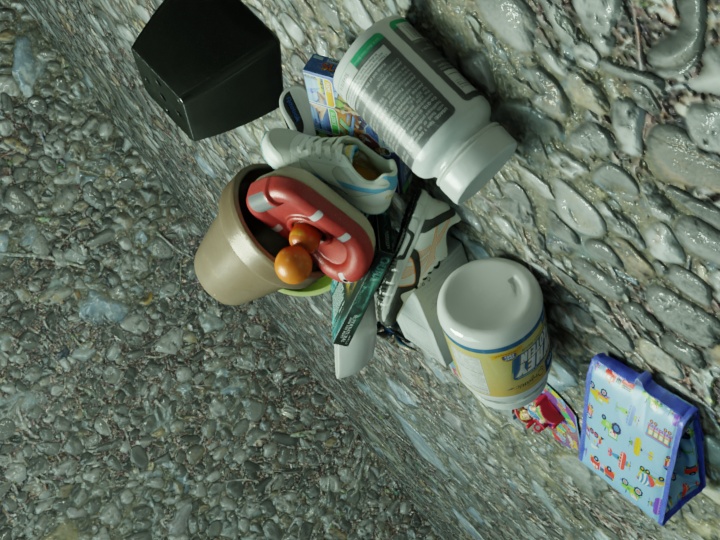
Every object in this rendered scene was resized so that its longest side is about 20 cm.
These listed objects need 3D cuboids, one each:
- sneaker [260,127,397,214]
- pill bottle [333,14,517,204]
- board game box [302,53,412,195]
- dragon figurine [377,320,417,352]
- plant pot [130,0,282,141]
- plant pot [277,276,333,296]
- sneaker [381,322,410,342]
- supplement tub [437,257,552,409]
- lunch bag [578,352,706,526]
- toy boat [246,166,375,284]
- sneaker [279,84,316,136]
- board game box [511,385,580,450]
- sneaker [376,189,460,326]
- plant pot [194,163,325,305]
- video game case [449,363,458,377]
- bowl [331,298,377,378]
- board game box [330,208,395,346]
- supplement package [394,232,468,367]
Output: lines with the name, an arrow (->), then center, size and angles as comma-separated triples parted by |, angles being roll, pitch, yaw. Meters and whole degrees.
sneaker -> -0.041, -0.154, 1.113 | 0.198, 0.077, 0.081 | 23, 144, 1
pill bottle -> 0.073, -0.177, 0.907 | 0.200, 0.113, 0.113 | 48, 165, 10
board game box -> 0.001, -0.195, 1.111 | 0.134, 0.035, 0.201 | 20, 151, 18
dragon figurine -> 0.072, 0.090, 1.550 | 0.059, 0.100, 0.200 | 34, 178, -17
plant pot -> -0.260, -0.339, 1.345 | 0.200, 0.177, 0.200 | 45, 163, 12
plant pot -> -0.090, -0.088, 1.412 | 0.201, 0.199, 0.190 | 54, -158, -16
sneaker -> 0.065, 0.043, 1.428 | 0.201, 0.112, 0.073 | 52, 164, -8
supplement tub -> 0.195, 0.094, 1.151 | 0.144, 0.144, 0.201 | 37, 161, 39
lunch bag -> 0.368, 0.207, 1.071 | 0.150, 0.094, 0.201 | 37, 152, 46
toy boat -> -0.075, -0.040, 1.113 | 0.199, 0.132, 0.130 | 36, 154, -27
sneaker -> -0.067, -0.187, 1.291 | 0.112, 0.072, 0.202 | 40, -146, -78
board game box -> 0.305, 0.250, 1.406 | 0.158, 0.039, 0.201 | 37, 161, 39
sneaker -> 0.081, -0.009, 1.158 | 0.079, 0.202, 0.074 | 20, -172, -11
plant pot -> -0.162, -0.036, 1.249 | 0.174, 0.200, 0.201 | -36, 96, 35
video game case -> 0.202, 0.167, 1.546 | 0.143, 0.017, 0.201 | 34, 158, 45
bowl -> -0.014, 0.080, 1.495 | 0.200, 0.074, 0.202 | 95, 170, -59
board game box -> 0.000, 0.000, 1.242 | 0.136, 0.028, 0.201 | -94, 24, -47
supplement package -> 0.115, 0.037, 1.307 | 0.114, 0.109, 0.201 | 34, 158, 44
